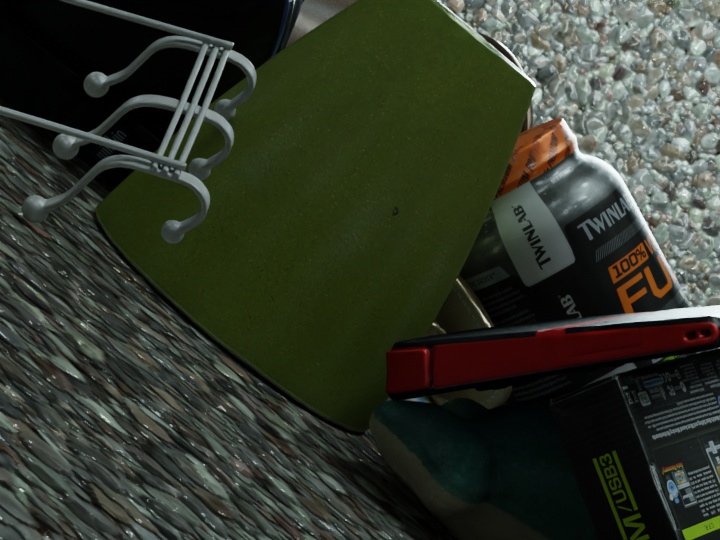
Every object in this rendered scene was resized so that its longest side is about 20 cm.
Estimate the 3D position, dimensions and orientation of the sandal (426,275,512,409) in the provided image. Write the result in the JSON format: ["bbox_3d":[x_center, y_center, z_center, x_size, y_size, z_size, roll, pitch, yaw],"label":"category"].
[{"bbox_3d":[-0.003,0.003,1.614,0.070,0.078,0.212,-20,70,-42],"label":"sandal"}]

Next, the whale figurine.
[{"bbox_3d":[0.093,0.103,1.431,0.200,0.104,0.159,29,12,-46],"label":"whale figurine"}]

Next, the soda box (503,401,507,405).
[{"bbox_3d":[0.086,0.053,1.921,0.200,0.063,0.071,37,5,-20],"label":"soda box"}]

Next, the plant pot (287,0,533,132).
[{"bbox_3d":[-0.029,-0.095,1.802,0.198,0.201,0.200,23,15,-38],"label":"plant pot"}]

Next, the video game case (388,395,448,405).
[{"bbox_3d":[0.064,0.100,1.650,0.200,0.022,0.182,44,8,35],"label":"video game case"}]

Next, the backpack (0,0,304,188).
[{"bbox_3d":[-0.130,-0.162,1.594,0.190,0.200,0.154,22,35,-3],"label":"backpack"}]

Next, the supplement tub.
[{"bbox_3d":[0.124,0.020,1.641,0.200,0.122,0.123,61,4,-7],"label":"supplement tub"}]

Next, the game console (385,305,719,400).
[{"bbox_3d":[0.118,0.039,1.411,0.176,0.031,0.200,-5,0,20],"label":"game console"}]

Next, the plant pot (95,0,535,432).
[{"bbox_3d":[-0.006,-0.051,1.490,0.187,0.200,0.187,39,7,-5],"label":"plant pot"}]

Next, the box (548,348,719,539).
[{"bbox_3d":[0.180,0.137,1.386,0.200,0.047,0.194,-9,79,-63],"label":"box"}]

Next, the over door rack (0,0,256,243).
[{"bbox_3d":[-0.158,-0.093,1.372,0.200,0.067,0.148,27,29,-7],"label":"over door rack"}]
